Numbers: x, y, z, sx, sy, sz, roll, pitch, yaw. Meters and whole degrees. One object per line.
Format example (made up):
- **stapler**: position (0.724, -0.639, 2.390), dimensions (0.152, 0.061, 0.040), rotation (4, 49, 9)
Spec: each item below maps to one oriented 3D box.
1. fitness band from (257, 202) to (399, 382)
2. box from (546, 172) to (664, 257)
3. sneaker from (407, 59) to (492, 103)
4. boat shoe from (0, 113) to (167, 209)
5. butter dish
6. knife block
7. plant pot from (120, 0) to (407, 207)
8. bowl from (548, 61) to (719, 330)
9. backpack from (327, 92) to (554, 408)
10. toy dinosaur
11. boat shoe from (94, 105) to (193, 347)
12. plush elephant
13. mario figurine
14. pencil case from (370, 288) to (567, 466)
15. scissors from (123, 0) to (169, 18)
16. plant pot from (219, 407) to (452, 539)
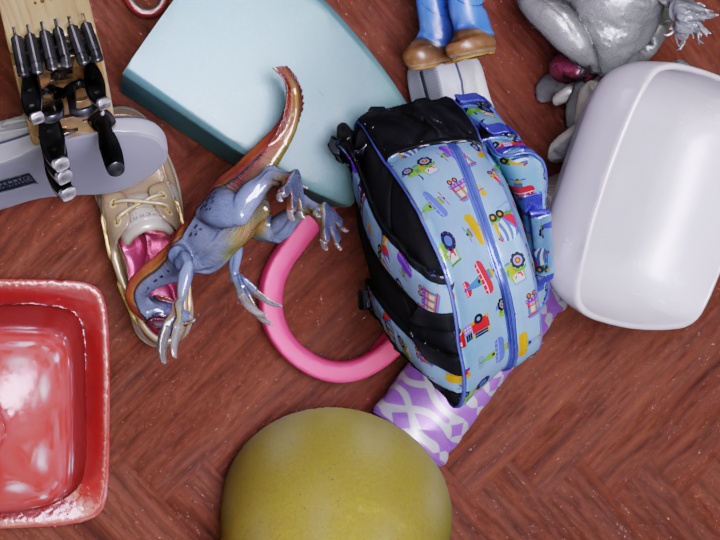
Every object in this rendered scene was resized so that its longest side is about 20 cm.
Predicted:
- **fitness band**: position (0.000, 0.000, 1.040), dimensions (0.143, 0.037, 0.201), rotation (39, 83, -10)
- **box**: position (0.245, -0.067, 1.065), dimensions (0.198, 0.095, 0.079), rotation (-22, 100, -10)
- **sneaker**: position (0.097, -0.094, 1.022), dimensions (0.070, 0.073, 0.203), rotation (-6, 84, -30)
- **boat shoe**: position (-0.246, -0.097, 0.933), dimensions (0.197, 0.074, 0.066), rotation (-9, 55, 3)
- **butter dish**: position (-0.289, 0.111, 0.917), dimensions (0.197, 0.148, 0.203), rotation (0, 93, -14)
- **knife block**: position (-0.217, -0.132, 0.882), dimensions (0.063, 0.200, 0.178), rotation (-12, 88, -12)
- **plant pot**: position (-0.068, -0.144, 0.955), dimensions (0.199, 0.141, 0.142), rotation (37, 85, -12)
- **bowl**: position (0.220, -0.060, 0.941), dimensions (0.199, 0.074, 0.202), rotation (8, 103, -46)
- **backpack**: position (0.071, -0.013, 0.855), dimensions (0.133, 0.200, 0.185), rotation (-16, 121, -9)
- **toy dinosaur**: position (-0.103, -0.024, 0.901), dimensions (0.105, 0.180, 0.203), rotation (24, 60, -55)
- **boat shoe**: position (-0.172, -0.035, 0.976), dimensions (0.073, 0.069, 0.203), rotation (-16, 97, -12)
- **plush elephant**: position (0.202, -0.179, 1.021), dimensions (0.163, 0.200, 0.157), rotation (-9, 125, -35)
- **mario figurine**: position (0.042, -0.261, 0.946), dimensions (0.122, 0.106, 0.203), rotation (-9, 97, 15)
- **pencil case**: position (0.097, 0.079, 1.045), dimensions (0.201, 0.084, 0.085), rotation (-50, 138, -4)
- **scissors**: position (-0.223, -0.285, 0.979), dimensions (0.199, 0.014, 0.074), rotation (37, 86, -12)
- **plant pot**: position (-0.026, 0.232, 0.957), dimensions (0.197, 0.142, 0.203), rotation (2, 110, 4)
